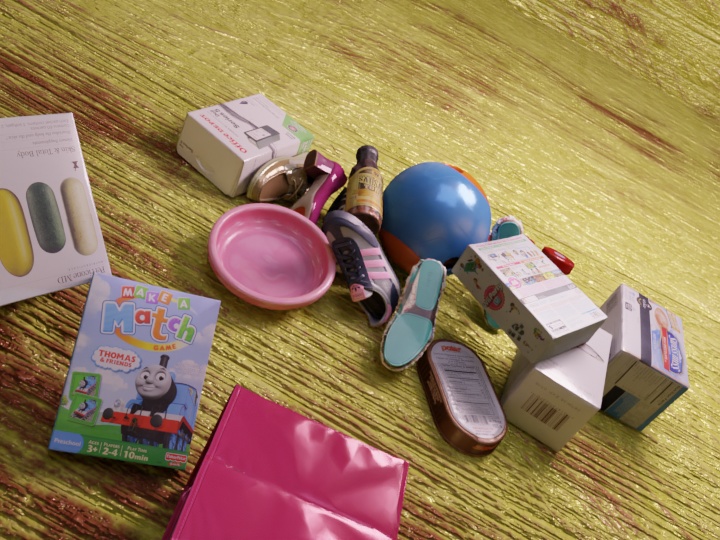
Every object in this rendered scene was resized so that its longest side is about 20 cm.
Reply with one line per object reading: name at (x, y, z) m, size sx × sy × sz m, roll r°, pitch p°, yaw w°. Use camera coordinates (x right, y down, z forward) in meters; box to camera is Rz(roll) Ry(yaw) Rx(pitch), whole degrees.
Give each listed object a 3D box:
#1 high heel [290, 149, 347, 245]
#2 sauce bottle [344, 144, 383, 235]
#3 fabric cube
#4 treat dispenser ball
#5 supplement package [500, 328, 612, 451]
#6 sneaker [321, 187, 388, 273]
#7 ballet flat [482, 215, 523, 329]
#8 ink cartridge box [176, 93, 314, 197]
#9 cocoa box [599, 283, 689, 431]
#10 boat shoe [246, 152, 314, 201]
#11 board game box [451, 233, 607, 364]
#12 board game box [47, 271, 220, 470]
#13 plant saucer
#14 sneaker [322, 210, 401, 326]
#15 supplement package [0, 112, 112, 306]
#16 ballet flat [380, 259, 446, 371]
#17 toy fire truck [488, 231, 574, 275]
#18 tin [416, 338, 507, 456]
high heel at (-0.068, -0.105, 1.290) m, size 0.096 × 0.067 × 0.201 m, roll 33°, pitch 62°, yaw -40°
sauce bottle at (0.007, -0.141, 1.277) m, size 0.066 × 0.066 × 0.201 m, roll 17°, pitch 44°, yaw -16°
fabric cube at (-0.091, 0.276, 0.741) m, size 0.199 × 0.196 × 0.200 m, roll 26°, pitch 36°, yaw -7°
treat dispenser ball at (0.127, -0.088, 1.304) m, size 0.200 × 0.201 × 0.201 m, roll 18°, pitch 38°, yaw -15°
supplement package at (0.314, 0.165, 1.203) m, size 0.117 × 0.118 × 0.200 m, roll 31°, pitch 36°, yaw 4°
sneaker at (-0.005, -0.051, 1.297) m, size 0.115 × 0.076 × 0.200 m, roll 28°, pitch 41°, yaw -20°
ballet flat at (0.253, 0.002, 1.318) m, size 0.075 × 0.201 × 0.064 m, roll 8°, pitch 9°, yaw 2°
ink cartridge box at (-0.205, -0.229, 1.347) m, size 0.145 × 0.084 × 0.200 m, roll 40°, pitch 38°, yaw 14°
cocoa box at (0.474, 0.150, 1.311) m, size 0.131 × 0.134 × 0.200 m, roll 29°, pitch 37°, yaw -1°
boat shoe at (-0.121, -0.161, 1.332) m, size 0.066 × 0.074 × 0.200 m, roll 35°, pitch 37°, yaw 17°
board game box at (0.262, 0.038, 1.172) m, size 0.147 × 0.064 × 0.200 m, roll -11°, pitch 52°, yaw -41°
board game box at (-0.256, 0.116, 0.863) m, size 0.151 × 0.037 × 0.201 m, roll 14°, pitch 73°, yaw -19°
plant saucer at (-0.139, -0.015, 1.154) m, size 0.200 × 0.051 × 0.201 m, roll 14°, pitch 46°, yaw -15°
sneaker at (0.000, 0.000, 1.164) m, size 0.200 × 0.070 × 0.082 m, roll 54°, pitch 38°, yaw -26°
supplement package at (-0.417, -0.067, 0.885) m, size 0.152 × 0.150 × 0.201 m, roll -19°, pitch 100°, yaw -46°
ballet flat at (0.085, 0.074, 1.167) m, size 0.075 × 0.064 × 0.200 m, roll 25°, pitch 64°, yaw 4°
toy fire truck at (0.309, -0.015, 1.431) m, size 0.199 × 0.112 × 0.168 m, roll 27°, pitch 18°, yaw -4°
tin at (0.155, 0.187, 1.140) m, size 0.112 × 0.042 × 0.200 m, roll 12°, pitch 40°, yaw -29°
